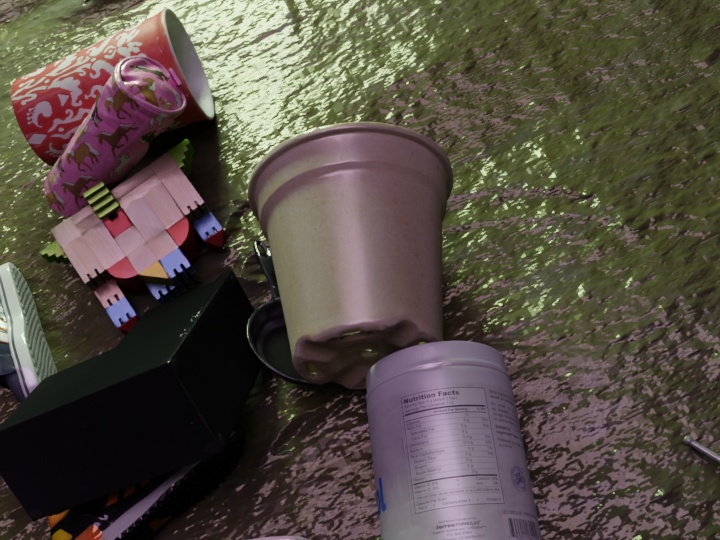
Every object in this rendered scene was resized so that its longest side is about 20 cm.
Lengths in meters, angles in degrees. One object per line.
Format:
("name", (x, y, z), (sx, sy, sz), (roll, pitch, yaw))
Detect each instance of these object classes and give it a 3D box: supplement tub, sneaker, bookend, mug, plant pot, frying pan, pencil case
("supplement tub", (0.076, 0.175, 0.716), (0.131, 0.132, 0.201), (-10, 60, 6))
("sneaker", (-0.370, 0.082, 0.888), (0.079, 0.079, 0.200), (-27, 49, -9))
("bookend", (-0.207, 0.109, 0.798), (0.199, 0.092, 0.199), (-23, 18, 14))
("mug", (-0.287, -0.207, 1.021), (0.199, 0.178, 0.134), (-20, 96, 5))
("plant pot", (0.000, 0.000, 0.785), (0.199, 0.201, 0.184), (-10, 60, 6))
("frying pan", (-0.082, 0.049, 0.848), (0.190, 0.031, 0.115), (39, 41, 24))
("sneaker", (-0.203, 0.193, 0.797), (0.200, 0.070, 0.090), (-40, 64, -9))
("pencil case", (-0.266, -0.137, 0.925), (0.200, 0.083, 0.087), (-44, 28, 34))

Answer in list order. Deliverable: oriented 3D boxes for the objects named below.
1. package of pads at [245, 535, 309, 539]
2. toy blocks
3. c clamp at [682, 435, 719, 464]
("package of pads", (-0.130, 0.268, 0.713), (0.199, 0.121, 0.076), (-9, 66, 6))
("toy blocks", (-0.226, -0.026, 0.918), (0.200, 0.100, 0.137), (-36, 73, -9))
("c clamp", (0.410, 0.129, 0.734), (0.200, 0.027, 0.171), (-44, 63, -12))
